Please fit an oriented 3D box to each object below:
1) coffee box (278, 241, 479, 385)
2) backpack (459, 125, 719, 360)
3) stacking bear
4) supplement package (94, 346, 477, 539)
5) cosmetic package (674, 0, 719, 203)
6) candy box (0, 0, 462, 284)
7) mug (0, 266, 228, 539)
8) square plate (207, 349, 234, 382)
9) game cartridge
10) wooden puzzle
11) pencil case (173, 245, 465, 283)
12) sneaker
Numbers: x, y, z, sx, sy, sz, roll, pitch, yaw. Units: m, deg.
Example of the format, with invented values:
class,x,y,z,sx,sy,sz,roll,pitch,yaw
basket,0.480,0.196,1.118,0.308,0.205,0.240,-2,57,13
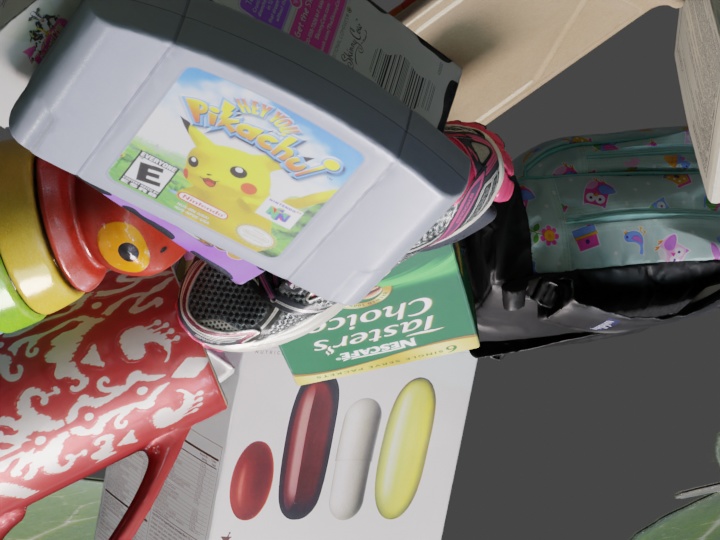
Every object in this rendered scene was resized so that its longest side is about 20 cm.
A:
class,x,y,z,sx,sy,sz,roll,pitch,yaw
coffee box,0.000,0.000,1.631,0.122,0.044,0.200,-12,153,3
backpack,0.157,-0.021,1.771,0.199,0.128,0.167,-7,173,-12
stacking bear,-0.181,-0.021,1.515,0.199,0.114,0.122,-14,121,11
supplement package,-0.049,0.111,1.858,0.190,0.201,0.147,2,-166,-34
cosmetic package,0.227,-0.123,1.542,0.087,0.104,0.200,-12,163,0
candy box,-0.080,-0.097,1.375,0.200,0.072,0.167,35,141,-24
mug,-0.180,0.086,1.625,0.199,0.178,0.134,-23,-154,-4
square plate,-0.202,0.035,1.778,0.200,0.029,0.198,35,144,-17
game cartridge,-0.055,-0.062,1.321,0.199,0.041,0.133,26,139,-13
wooden puzzle,0.057,-0.123,1.502,0.199,0.037,0.185,-30,162,21
pencil case,-0.039,-0.019,1.727,0.199,0.087,0.083,-1,140,-18
sneaker,-0.017,-0.023,1.488,0.199,0.081,0.075,-31,173,16
